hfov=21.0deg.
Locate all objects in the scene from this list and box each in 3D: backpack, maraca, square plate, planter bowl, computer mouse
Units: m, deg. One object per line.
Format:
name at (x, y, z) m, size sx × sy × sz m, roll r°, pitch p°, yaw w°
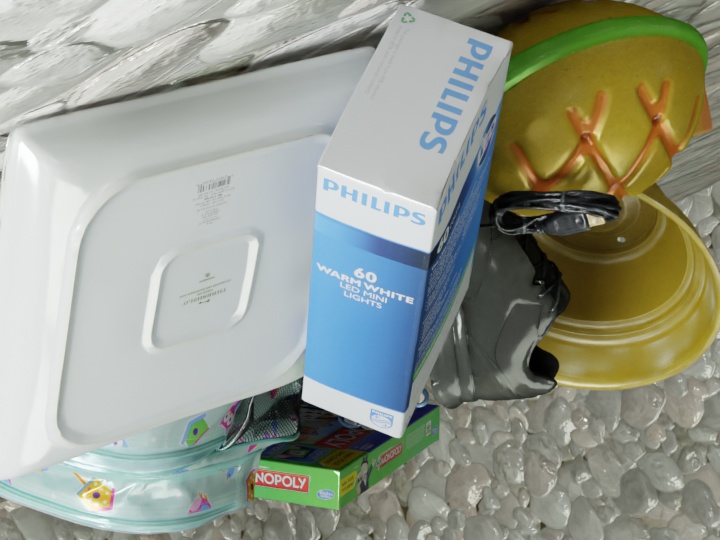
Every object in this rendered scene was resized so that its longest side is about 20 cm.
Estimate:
backpack at (-0.138, 0.061, 1.084) m, size 0.175 × 0.155 × 0.200 m, roll 16°, pitch -178°, yaw 24°
maraca at (0.094, -0.080, 1.023) m, size 0.199 × 0.107 × 0.138 m, roll -15°, pitch 148°, yaw -18°
square plate at (-0.081, 0.003, 0.897) m, size 0.199 × 0.028 × 0.199 m, roll -18°, pitch 136°, yaw -36°
planter bowl at (0.146, -0.018, 1.279) m, size 0.200 × 0.200 × 0.084 m, roll -27°, pitch -150°, yaw 41°
computer mouse at (0.056, -0.011, 1.034) m, size 0.058 × 0.034 × 0.199 m, roll 17°, pitch 160°, yaw -38°

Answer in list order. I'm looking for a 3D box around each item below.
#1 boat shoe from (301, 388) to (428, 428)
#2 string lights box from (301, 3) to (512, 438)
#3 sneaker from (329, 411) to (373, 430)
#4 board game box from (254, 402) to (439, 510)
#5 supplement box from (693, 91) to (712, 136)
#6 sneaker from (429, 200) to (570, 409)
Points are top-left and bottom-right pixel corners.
boat shoe at (-0.006, 0.074, 1.335) m, size 0.084 × 0.069 × 0.199 m, roll -32°, pitch 160°, yaw 27°
string lights box at (0.020, -0.018, 0.924) m, size 0.201 × 0.059 × 0.103 m, roll 96°, pitch 17°, yaw -56°
sneaker at (0.000, 0.000, 1.202) m, size 0.080 × 0.201 × 0.075 m, roll 17°, pitch -138°, yaw 25°
board game box at (-0.039, 0.122, 1.369) m, size 0.133 × 0.029 × 0.200 m, roll 5°, pitch -170°, yaw 21°
supplement box at (0.151, -0.105, 1.192) m, size 0.066 × 0.069 × 0.200 m, roll -8°, pitch -175°, yaw 29°
sneaker at (0.083, -0.004, 1.200) m, size 0.090 × 0.201 × 0.076 m, roll 1°, pitch -145°, yaw 13°
